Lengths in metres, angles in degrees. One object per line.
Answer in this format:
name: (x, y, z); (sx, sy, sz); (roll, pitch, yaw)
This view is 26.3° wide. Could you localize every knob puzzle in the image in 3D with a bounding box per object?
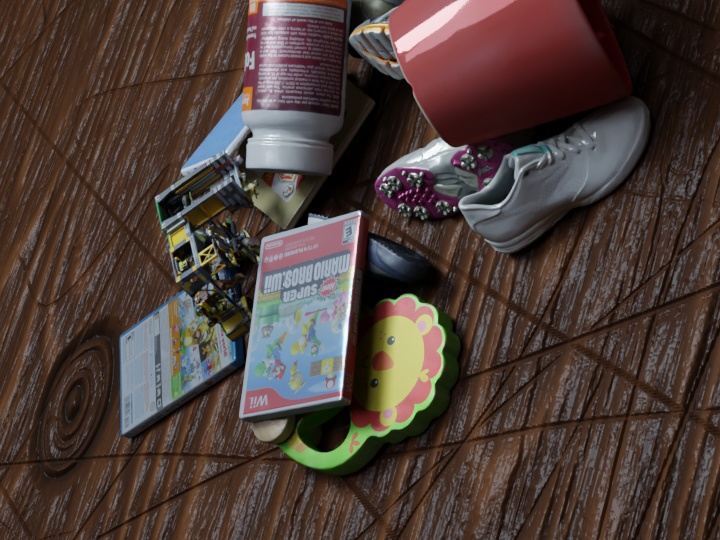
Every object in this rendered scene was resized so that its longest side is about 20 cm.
knob puzzle: (-0.075, -0.155, 1.798); (0.218, 0.030, 0.222); (-25, 52, 36)

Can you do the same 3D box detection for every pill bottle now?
pill bottle: (-0.072, -0.208, 1.681); (0.113, 0.113, 0.203); (4, 90, 48)

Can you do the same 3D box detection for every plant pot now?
plant pot: (0.133, -0.217, 1.436); (0.176, 0.200, 0.202); (-25, 50, 18)

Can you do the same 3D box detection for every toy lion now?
toy lion: (0.006, 0.114, 1.537); (0.191, 0.068, 0.202); (25, 87, 43)

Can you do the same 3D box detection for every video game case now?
video game case: (-0.213, 0.093, 1.813); (0.199, 0.018, 0.144); (-34, 46, 30)
video game case: (-0.057, 0.047, 1.560); (0.142, 0.017, 0.203); (-14, 61, 39)

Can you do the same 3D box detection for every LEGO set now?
LEGO set: (-0.138, -0.034, 1.703); (0.115, 0.154, 0.201); (-33, 34, 12)

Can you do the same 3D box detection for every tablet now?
tablet: (-0.129, -0.193, 1.814); (0.201, 0.014, 0.130); (-54, 20, -24)

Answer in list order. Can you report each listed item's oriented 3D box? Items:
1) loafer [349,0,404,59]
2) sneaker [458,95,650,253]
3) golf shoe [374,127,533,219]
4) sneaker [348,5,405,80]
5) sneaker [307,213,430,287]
loafer: (-0.011, -0.280, 1.752); (0.200, 0.074, 0.070); (8, 79, 66)
sneaker: (0.180, -0.099, 1.442); (0.200, 0.088, 0.076); (-41, 42, 16)
golf shoe: (0.100, -0.111, 1.566); (0.199, 0.075, 0.092); (-15, 36, 44)
sneaker: (0.070, -0.257, 1.609); (0.198, 0.078, 0.078); (-5, 53, 43)
sneaker: (0.000, 0.000, 1.606); (0.199, 0.070, 0.083); (22, 93, 56)
